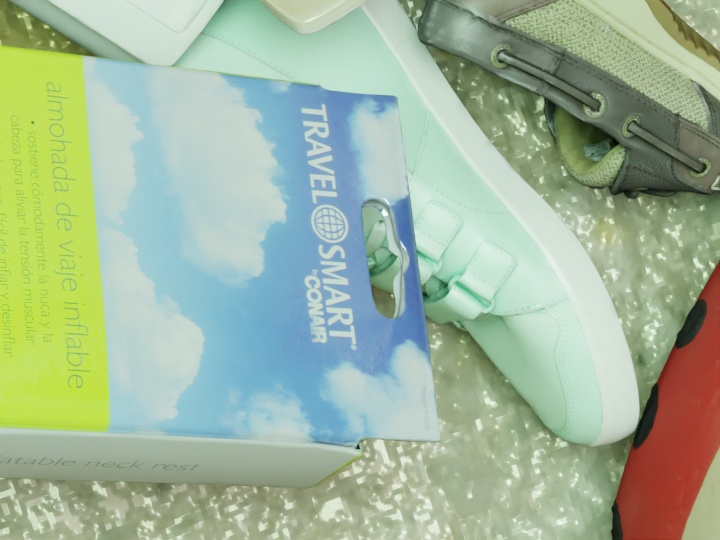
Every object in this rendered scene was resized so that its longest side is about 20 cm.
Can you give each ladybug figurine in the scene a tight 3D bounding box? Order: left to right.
[{"bbox_3d":[0.143,0.050,0.893,0.072,0.136,0.200,25,90,23],"label":"ladybug figurine"}]

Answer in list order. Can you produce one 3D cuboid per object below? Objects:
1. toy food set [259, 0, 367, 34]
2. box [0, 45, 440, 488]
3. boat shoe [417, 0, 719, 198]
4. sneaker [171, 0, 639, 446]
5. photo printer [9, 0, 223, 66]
[{"bbox_3d":[-0.001,-0.188,0.759,0.143,0.060,0.200,-35,125,-16],"label":"toy food set"},{"bbox_3d":[-0.080,-0.001,0.761,0.200,0.048,0.122,5,66,-27],"label":"box"},{"bbox_3d":[0.092,-0.059,0.900,0.200,0.073,0.065,34,94,-35],"label":"boat shoe"},{"bbox_3d":[0.000,0.000,0.873,0.118,0.074,0.201,-37,92,-20],"label":"sneaker"},{"bbox_3d":[-0.097,-0.173,0.789,0.200,0.069,0.167,31,96,-38],"label":"photo printer"}]
